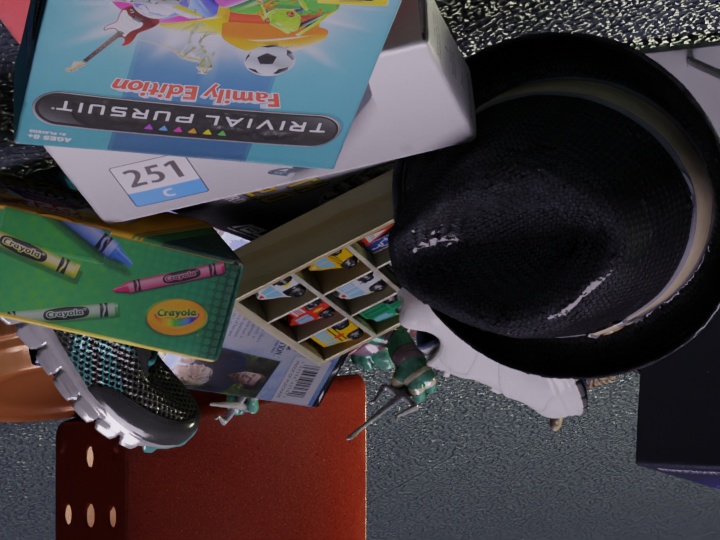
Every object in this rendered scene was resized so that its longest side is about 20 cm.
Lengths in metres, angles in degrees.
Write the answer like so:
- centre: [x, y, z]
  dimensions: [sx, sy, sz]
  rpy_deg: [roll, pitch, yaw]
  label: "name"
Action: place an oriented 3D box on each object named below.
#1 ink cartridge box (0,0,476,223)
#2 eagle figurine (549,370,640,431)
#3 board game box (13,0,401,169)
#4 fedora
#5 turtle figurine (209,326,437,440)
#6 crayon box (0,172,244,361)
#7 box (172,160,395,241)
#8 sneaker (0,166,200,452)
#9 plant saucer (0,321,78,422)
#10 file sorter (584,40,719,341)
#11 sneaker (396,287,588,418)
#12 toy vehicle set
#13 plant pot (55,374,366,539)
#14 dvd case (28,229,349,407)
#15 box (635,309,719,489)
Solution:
- centre: [-0.063, -0.101, 1.270]
  dimensions: [0.199, 0.045, 0.176]
  rpy_deg: [-13, 148, 13]
  label: "ink cartridge box"
- centre: [0.173, 0.038, 1.740]
  dimensions: [0.152, 0.151, 0.200]
  rpy_deg: [36, 149, -13]
  label: "eagle figurine"
- centre: [-0.062, -0.122, 1.151]
  dimensions: [0.150, 0.047, 0.200]
  rpy_deg: [4, 147, -13]
  label: "board game box"
- centre: [0.086, -0.023, 1.338]
  dimensions: [0.200, 0.201, 0.092]
  rpy_deg: [-20, -177, 34]
  label: "fedora"
- centre: [-0.013, 0.051, 1.813]
  dimensions: [0.149, 0.101, 0.200]
  rpy_deg: [2, -171, 29]
  label: "turtle figurine"
- centre: [-0.171, -0.011, 1.400]
  dimensions: [0.199, 0.059, 0.119]
  rpy_deg: [13, -172, -14]
  label: "crayon box"
- centre: [-0.035, -0.073, 1.461]
  dimensions: [0.158, 0.049, 0.200]
  rpy_deg: [-16, 163, 23]
  label: "box"
- centre: [-0.147, 0.022, 1.543]
  dimensions: [0.091, 0.078, 0.200]
  rpy_deg: [-31, 117, 19]
  label: "sneaker"
- centre: [-0.211, 0.069, 1.875]
  dimensions: [0.199, 0.038, 0.200]
  rpy_deg: [-9, 164, -3]
  label: "plant saucer"
- centre: [0.195, -0.045, 1.450]
  dimensions: [0.199, 0.139, 0.125]
  rpy_deg: [-7, -165, -8]
  label: "file sorter"
- centre: [0.083, 0.037, 1.605]
  dimensions: [0.087, 0.075, 0.200]
  rpy_deg: [-17, 148, 14]
  label: "sneaker"
- centre: [0.000, 0.000, 1.547]
  dimensions: [0.124, 0.027, 0.200]
  rpy_deg: [-27, 163, 8]
  label: "toy vehicle set"
- centre: [-0.118, 0.176, 1.943]
  dimensions: [0.175, 0.201, 0.200]
  rpy_deg: [3, 175, -28]
  label: "plant pot"
- centre: [-0.086, 0.016, 1.628]
  dimensions: [0.199, 0.018, 0.143]
  rpy_deg: [10, 127, -27]
  label: "dvd case"
- centre: [0.265, 0.078, 1.576]
  dimensions: [0.147, 0.105, 0.200]
  rpy_deg: [1, 171, 30]
  label: "box"
